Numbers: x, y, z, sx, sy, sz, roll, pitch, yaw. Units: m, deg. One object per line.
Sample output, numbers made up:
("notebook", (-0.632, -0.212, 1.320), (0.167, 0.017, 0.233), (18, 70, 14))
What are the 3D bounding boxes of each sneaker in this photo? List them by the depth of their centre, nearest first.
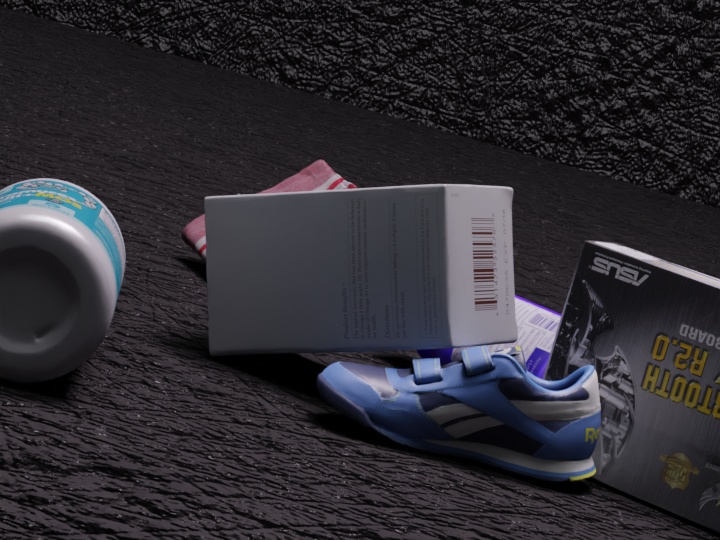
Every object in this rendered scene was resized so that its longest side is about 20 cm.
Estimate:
("sneaker", (0.070, 0.084, 1.520), (0.200, 0.082, 0.074), (13, 11, -4))

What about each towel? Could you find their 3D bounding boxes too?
("towel", (-0.058, -0.032, 1.880), (0.144, 0.023, 0.200), (-27, 25, -12))

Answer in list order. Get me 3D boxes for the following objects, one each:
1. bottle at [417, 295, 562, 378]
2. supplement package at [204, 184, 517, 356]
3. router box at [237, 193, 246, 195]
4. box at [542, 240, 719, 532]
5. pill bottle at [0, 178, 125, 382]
("bottle", (0.101, 0.057, 1.714), (0.200, 0.084, 0.065), (23, -23, 41))
("supplement package", (0.000, 0.000, 1.610), (0.200, 0.117, 0.117), (-2, 0, 28))
("router box", (-0.018, -0.010, 2.005), (0.149, 0.051, 0.200), (12, 10, -26))
("box", (0.224, 0.083, 1.533), (0.200, 0.159, 0.048), (22, 10, 34))
("pill bottle", (-0.212, 0.000, 1.470), (0.111, 0.111, 0.200), (14, 9, -6))
